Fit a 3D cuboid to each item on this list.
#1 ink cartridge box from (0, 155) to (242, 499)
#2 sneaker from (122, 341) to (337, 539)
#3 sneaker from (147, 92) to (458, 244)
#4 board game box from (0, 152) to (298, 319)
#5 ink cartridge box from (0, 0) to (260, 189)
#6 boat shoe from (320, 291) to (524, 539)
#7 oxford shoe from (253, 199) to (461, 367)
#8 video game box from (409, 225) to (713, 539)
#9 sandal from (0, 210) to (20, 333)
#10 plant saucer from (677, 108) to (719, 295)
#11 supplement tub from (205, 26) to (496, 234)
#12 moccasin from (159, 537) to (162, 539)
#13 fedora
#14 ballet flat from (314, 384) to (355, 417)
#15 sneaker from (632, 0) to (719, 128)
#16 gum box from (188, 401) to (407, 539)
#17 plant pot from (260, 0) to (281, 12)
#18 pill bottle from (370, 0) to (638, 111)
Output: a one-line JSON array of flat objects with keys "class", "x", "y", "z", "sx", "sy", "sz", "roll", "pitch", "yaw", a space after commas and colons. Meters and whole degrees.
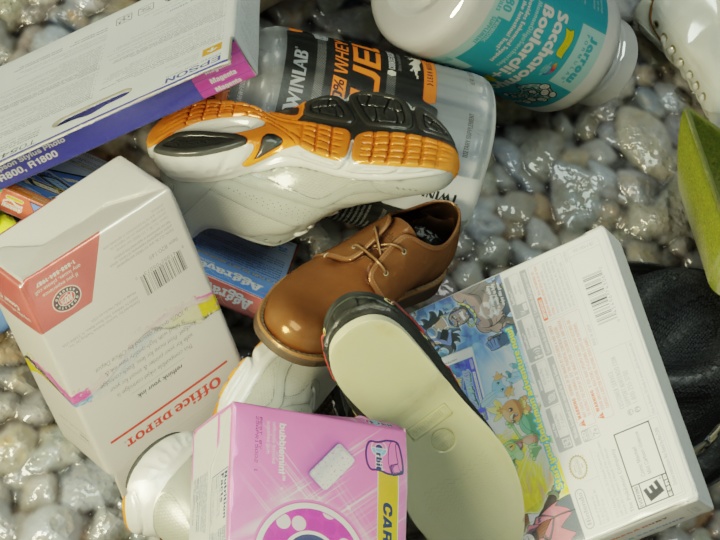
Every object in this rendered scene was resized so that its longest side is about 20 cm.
[{"class": "ink cartridge box", "x": -0.149, "y": 0.044, "z": 1.575, "sx": 0.116, "sy": 0.200, "sz": 0.067, "roll": -34, "pitch": 37, "yaw": -20}, {"class": "sneaker", "x": -0.056, "y": 0.114, "z": 1.555, "sx": 0.092, "sy": 0.076, "sz": 0.200, "roll": 25, "pitch": 49, "yaw": 25}, {"class": "sneaker", "x": -0.034, "y": -0.059, "z": 1.613, "sx": 0.200, "sy": 0.092, "sz": 0.076, "roll": 2, "pitch": 40, "yaw": 12}, {"class": "board game box", "x": -0.142, "y": -0.030, "z": 1.663, "sx": 0.200, "sy": 0.019, "sz": 0.103, "roll": 24, "pitch": 24, "yaw": -3}, {"class": "ink cartridge box", "x": -0.159, "y": -0.117, "z": 1.607, "sx": 0.196, "sy": 0.043, "sz": 0.200, "roll": -23, "pitch": 25, "yaw": 10}, {"class": "boat shoe", "x": 0.042, "y": 0.099, "z": 1.550, "sx": 0.074, "sy": 0.063, "sz": 0.201, "roll": -31, "pitch": 113, "yaw": 5}, {"class": "oxford shoe", "x": 0.000, "y": 0.000, "z": 1.605, "sx": 0.071, "sy": 0.071, "sz": 0.200, "roll": 39, "pitch": 37, "yaw": 12}, {"class": "video game box", "x": 0.114, "y": 0.097, "z": 1.627, "sx": 0.182, "sy": 0.047, "sz": 0.200, "roll": -23, "pitch": 65, "yaw": 15}, {"class": "sandal", "x": -0.235, "y": 0.007, "z": 1.621, "sx": 0.200, "sy": 0.079, "sz": 0.087, "roll": 21, "pitch": 91, "yaw": -12}, {"class": "plant saucer", "x": 0.300, "y": -0.004, "z": 1.740, "sx": 0.200, "sy": 0.048, "sz": 0.200, "roll": 33, "pitch": 24, "yaw": -20}, {"class": "supplement tub", "x": -0.016, "y": -0.096, "z": 1.708, "sx": 0.200, "sy": 0.123, "sz": 0.123, "roll": 12, "pitch": 59, "yaw": -10}, {"class": "moccasin", "x": -0.065, "y": 0.214, "z": 1.551, "sx": 0.074, "sy": 0.078, "sz": 0.201, "roll": -33, "pitch": 56, "yaw": -13}, {"class": "fedora", "x": 0.203, "y": 0.058, "z": 1.701, "sx": 0.200, "sy": 0.092, "sz": 0.201, "roll": 9, "pitch": 57, "yaw": -15}, {"class": "ballet flat", "x": -0.011, "y": 0.153, "z": 1.620, "sx": 0.067, "sy": 0.046, "sz": 0.200, "roll": 23, "pitch": 52, "yaw": -52}, {"class": "sneaker", "x": 0.253, "y": -0.164, "z": 1.875, "sx": 0.085, "sy": 0.073, "sz": 0.200, "roll": -10, "pitch": 68, "yaw": 12}, {"class": "gum box", "x": -0.038, "y": 0.176, "z": 1.448, "sx": 0.113, "sy": 0.066, "sz": 0.200, "roll": 11, "pitch": 66, "yaw": -23}, {"class": "plant pot", "x": -0.073, "y": -0.271, "z": 1.762, "sx": 0.183, "sy": 0.200, "sz": 0.200, "roll": -39, "pitch": 78, "yaw": -20}, {"class": "pill bottle", "x": 0.110, "y": -0.180, "z": 1.772, "sx": 0.200, "sy": 0.111, "sz": 0.111, "roll": 20, "pitch": 52, "yaw": -42}]
